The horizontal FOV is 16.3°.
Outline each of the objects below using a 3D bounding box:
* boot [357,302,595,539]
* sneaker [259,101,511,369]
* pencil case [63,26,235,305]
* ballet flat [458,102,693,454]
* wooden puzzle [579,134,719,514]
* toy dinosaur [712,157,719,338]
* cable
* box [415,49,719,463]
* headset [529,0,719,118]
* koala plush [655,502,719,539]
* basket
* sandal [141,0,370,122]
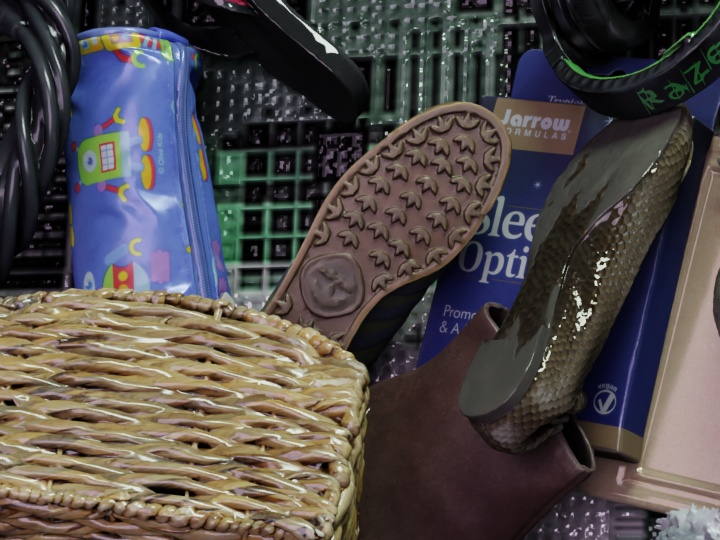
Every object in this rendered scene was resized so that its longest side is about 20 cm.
[{"bbox_3d":[0.045,0.136,1.174,0.166,0.072,0.200,-39,63,32],"label":"boot"},{"bbox_3d":[0.000,0.000,1.237,0.067,0.090,0.200,38,93,1],"label":"sneaker"},{"bbox_3d":[-0.108,-0.027,1.282,0.087,0.078,0.201,-18,72,34],"label":"pencil case"},{"bbox_3d":[0.106,0.002,1.152,0.067,0.046,0.200,-13,41,50],"label":"ballet flat"},{"bbox_3d":[0.216,0.039,1.198,0.200,0.037,0.185,11,81,23],"label":"wooden puzzle"},{"bbox_3d":[0.207,0.024,1.144,0.102,0.077,0.200,-37,70,1],"label":"toy dinosaur"},{"bbox_3d":[-0.192,-0.074,1.300,0.163,0.051,0.200,-38,52,37],"label":"cable"},{"bbox_3d":[0.100,-0.014,1.229,0.121,0.032,0.200,8,78,33],"label":"box"},{"bbox_3d":[0.128,-0.161,1.214,0.123,0.094,0.200,-38,36,18],"label":"headset"},{"bbox_3d":[0.188,0.202,1.093,0.200,0.184,0.178,27,86,25],"label":"koala plush"},{"bbox_3d":[-0.100,0.105,1.156,0.199,0.149,0.143,7,44,4],"label":"basket"},{"bbox_3d":[-0.080,-0.139,1.301,0.200,0.075,0.045,42,75,18],"label":"sandal"}]
